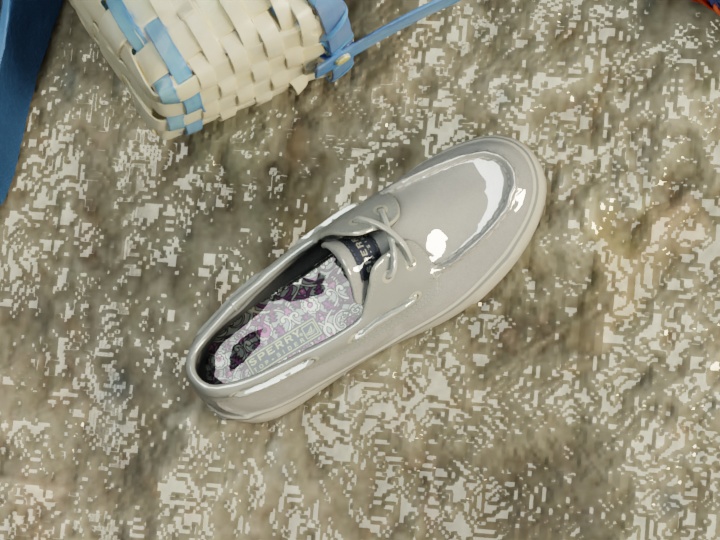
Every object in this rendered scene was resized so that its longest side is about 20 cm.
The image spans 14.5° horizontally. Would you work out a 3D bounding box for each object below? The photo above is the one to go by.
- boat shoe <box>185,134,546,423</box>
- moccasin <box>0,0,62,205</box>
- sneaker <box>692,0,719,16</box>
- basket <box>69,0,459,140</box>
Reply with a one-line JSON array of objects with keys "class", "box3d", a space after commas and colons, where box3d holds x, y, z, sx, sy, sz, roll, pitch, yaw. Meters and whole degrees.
[{"class": "boat shoe", "box3d": [0.000, 0.000, 1.355, 0.199, 0.069, 0.072, -30, 76, 5]}, {"class": "moccasin", "box3d": [-0.196, -0.126, 1.410, 0.068, 0.080, 0.201, 14, 82, 17]}, {"class": "sneaker", "box3d": [0.157, -0.160, 1.358, 0.078, 0.075, 0.201, -34, 68, 13]}, {"class": "basket", "box3d": [-0.050, -0.173, 1.358, 0.199, 0.139, 0.177, -32, 80, -2]}]
